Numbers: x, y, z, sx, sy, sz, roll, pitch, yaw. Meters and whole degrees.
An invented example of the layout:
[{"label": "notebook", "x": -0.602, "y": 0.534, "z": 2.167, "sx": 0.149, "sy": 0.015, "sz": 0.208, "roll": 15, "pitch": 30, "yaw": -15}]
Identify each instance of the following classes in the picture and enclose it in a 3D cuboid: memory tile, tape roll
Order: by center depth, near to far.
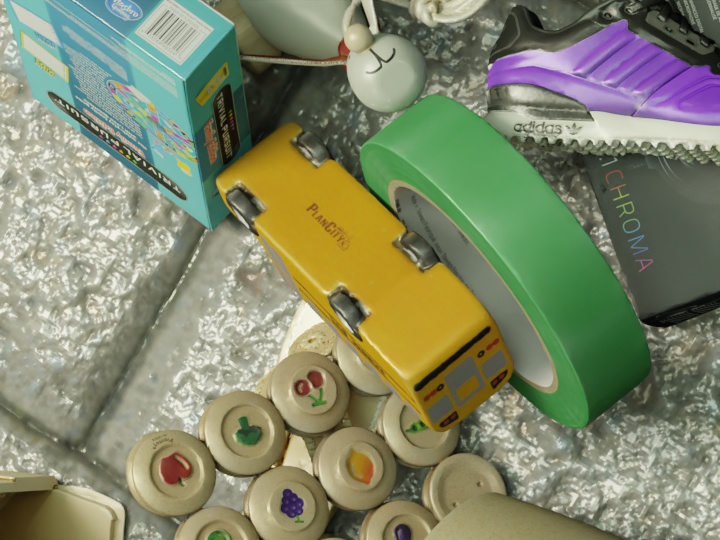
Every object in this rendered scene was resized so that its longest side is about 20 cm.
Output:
[{"label": "tape roll", "x": 0.079, "y": -0.004, "z": 1.391, "sx": 0.048, "sy": 0.200, "sz": 0.201, "roll": -37, "pitch": 77, "yaw": -10}, {"label": "memory tile", "x": -0.022, "y": 0.125, "z": 1.440, "sx": 0.200, "sy": 0.017, "sz": 0.153, "roll": -29, "pitch": 86, "yaw": -28}]

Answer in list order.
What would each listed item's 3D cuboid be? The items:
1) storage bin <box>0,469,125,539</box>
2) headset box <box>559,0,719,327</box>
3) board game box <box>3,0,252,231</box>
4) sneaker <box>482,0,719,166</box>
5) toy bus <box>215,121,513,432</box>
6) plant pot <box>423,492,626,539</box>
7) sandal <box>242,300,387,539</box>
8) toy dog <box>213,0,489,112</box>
[{"label": "storage bin", "x": -0.224, "y": 0.221, "z": 1.470, "sx": 0.094, "sy": 0.200, "sz": 0.199, "roll": 4, "pitch": 88, "yaw": 19}, {"label": "headset box", "x": 0.229, "y": -0.082, "z": 1.408, "sx": 0.200, "sy": 0.093, "sz": 0.175, "roll": -20, "pitch": 82, "yaw": 14}, {"label": "board game box", "x": -0.137, "y": -0.122, "z": 1.464, "sx": 0.151, "sy": 0.200, "sz": 0.047, "roll": 37, "pitch": 73, "yaw": 15}, {"label": "sneaker", "x": 0.163, "y": -0.111, "z": 1.343, "sx": 0.200, "sy": 0.070, "sz": 0.100, "roll": 4, "pitch": 86, "yaw": 15}, {"label": "toy bus", "x": 0.000, "y": 0.000, "z": 1.441, "sx": 0.065, "sy": 0.078, "sz": 0.200, "roll": -39, "pitch": 52, "yaw": -8}, {"label": "plant pot", "x": 0.120, "y": 0.218, "z": 1.392, "sx": 0.200, "sy": 0.187, "sz": 0.187, "roll": 40, "pitch": 98, "yaw": 28}, {"label": "sandal", "x": -0.038, "y": 0.100, "z": 1.486, "sx": 0.077, "sy": 0.070, "sz": 0.212, "roll": 18, "pitch": 92, "yaw": 23}, {"label": "toy dog", "x": -0.030, "y": -0.160, "z": 1.445, "sx": 0.200, "sy": 0.096, "sz": 0.132, "roll": 8, "pitch": 58, "yaw": 51}]
